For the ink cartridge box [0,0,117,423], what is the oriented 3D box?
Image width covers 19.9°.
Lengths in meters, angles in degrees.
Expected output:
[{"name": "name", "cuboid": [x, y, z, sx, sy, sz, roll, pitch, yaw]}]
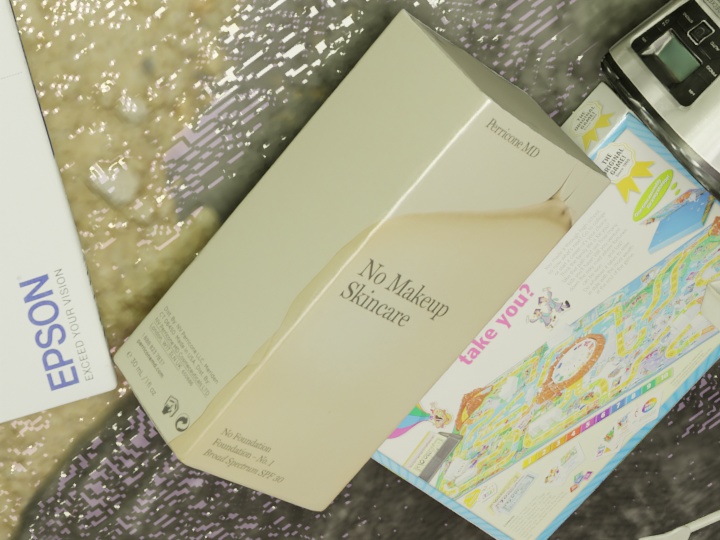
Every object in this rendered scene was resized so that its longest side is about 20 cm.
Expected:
[{"name": "ink cartridge box", "cuboid": [-0.218, -0.010, 0.842, 0.199, 0.043, 0.197, -18, 122, -9]}]

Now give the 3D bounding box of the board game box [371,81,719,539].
[{"name": "board game box", "cuboid": [0.095, 0.028, 0.963, 0.134, 0.034, 0.200, 36, 103, -30]}]

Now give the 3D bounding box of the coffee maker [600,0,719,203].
[{"name": "coffee maker", "cuboid": [0.231, -0.098, 0.870, 0.192, 0.135, 0.200, 36, 108, -20]}]

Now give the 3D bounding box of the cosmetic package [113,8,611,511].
[{"name": "cosmetic package", "cuboid": [0.000, 0.000, 0.882, 0.200, 0.073, 0.103, -49, 140, 13]}]

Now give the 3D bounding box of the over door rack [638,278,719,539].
[{"name": "over door rack", "cuboid": [0.183, 0.028, 0.822, 0.200, 0.067, 0.148, -27, 140, -36]}]
